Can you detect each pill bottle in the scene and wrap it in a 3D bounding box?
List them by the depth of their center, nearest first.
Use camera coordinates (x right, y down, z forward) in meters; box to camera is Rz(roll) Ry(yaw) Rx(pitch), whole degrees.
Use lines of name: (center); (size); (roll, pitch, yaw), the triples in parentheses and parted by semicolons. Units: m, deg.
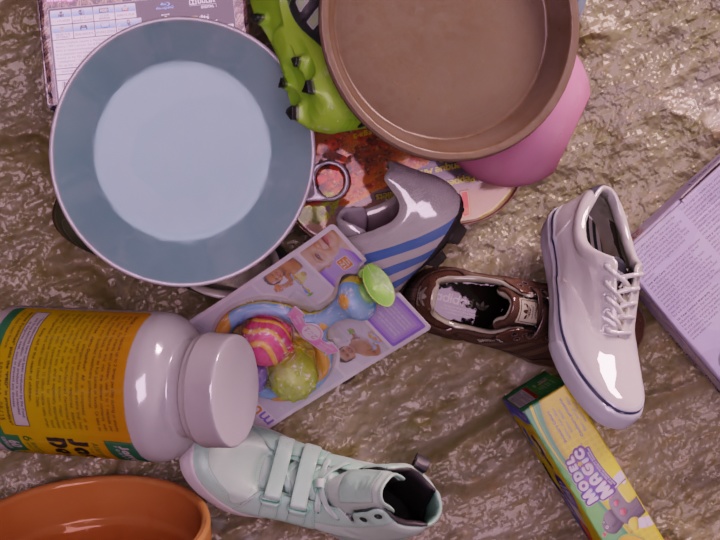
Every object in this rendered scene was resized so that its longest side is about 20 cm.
pill bottle: (-0.182, 0.086, 1.652); (0.198, 0.113, 0.114); (2, 92, 22)

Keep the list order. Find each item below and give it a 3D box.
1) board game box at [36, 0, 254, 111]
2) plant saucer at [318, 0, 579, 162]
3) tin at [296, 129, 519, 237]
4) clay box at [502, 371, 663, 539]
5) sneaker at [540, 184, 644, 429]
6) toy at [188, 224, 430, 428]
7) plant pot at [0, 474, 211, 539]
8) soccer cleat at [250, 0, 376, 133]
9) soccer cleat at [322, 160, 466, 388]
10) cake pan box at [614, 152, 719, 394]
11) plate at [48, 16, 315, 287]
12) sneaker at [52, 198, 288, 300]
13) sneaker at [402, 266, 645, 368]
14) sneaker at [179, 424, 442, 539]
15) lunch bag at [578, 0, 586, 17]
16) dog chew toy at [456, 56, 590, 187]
board game box: (-0.170, -0.229, 1.686); (0.158, 0.097, 0.202); (-5, 92, -5)
plant saucer: (0.062, -0.178, 1.570); (0.198, 0.029, 0.202); (0, 90, -18)
tin: (0.033, -0.082, 1.740); (0.198, 0.042, 0.113); (-11, 89, -5)
clay box: (0.187, 0.179, 1.723); (0.047, 0.115, 0.201); (-31, 94, -3)
sneaker: (0.184, 0.023, 1.681); (0.072, 0.071, 0.201); (8, 53, -29)
toy: (-0.058, 0.061, 1.671); (0.199, 0.047, 0.115); (-35, 111, 27)
plant pot: (-0.204, 0.260, 1.662); (0.198, 0.200, 0.141); (-8, 108, -5)
soccer cleat: (-0.034, -0.186, 1.621); (0.080, 0.068, 0.201); (1, 59, -33)
soccer cleat: (0.000, 0.000, 1.701); (0.086, 0.070, 0.201); (30, 112, -16)
cake pan box: (0.328, -0.007, 1.763); (0.200, 0.052, 0.184); (-43, 97, -2)
plate: (-0.133, -0.089, 1.637); (0.198, 0.026, 0.202); (-1, 96, -5)
sneaker: (-0.143, -0.024, 1.699); (0.198, 0.090, 0.068); (19, 91, -5)
sneaker: (0.132, 0.040, 1.733); (0.198, 0.076, 0.071); (7, 91, -5)
sneaker: (-0.032, 0.155, 1.678); (0.199, 0.118, 0.074); (21, 66, -23)
lunch bag: (0.094, -0.288, 1.702); (0.198, 0.127, 0.172); (19, 89, 12)
dog chew toy: (0.072, -0.147, 1.669); (0.199, 0.125, 0.125); (26, 90, 4)
